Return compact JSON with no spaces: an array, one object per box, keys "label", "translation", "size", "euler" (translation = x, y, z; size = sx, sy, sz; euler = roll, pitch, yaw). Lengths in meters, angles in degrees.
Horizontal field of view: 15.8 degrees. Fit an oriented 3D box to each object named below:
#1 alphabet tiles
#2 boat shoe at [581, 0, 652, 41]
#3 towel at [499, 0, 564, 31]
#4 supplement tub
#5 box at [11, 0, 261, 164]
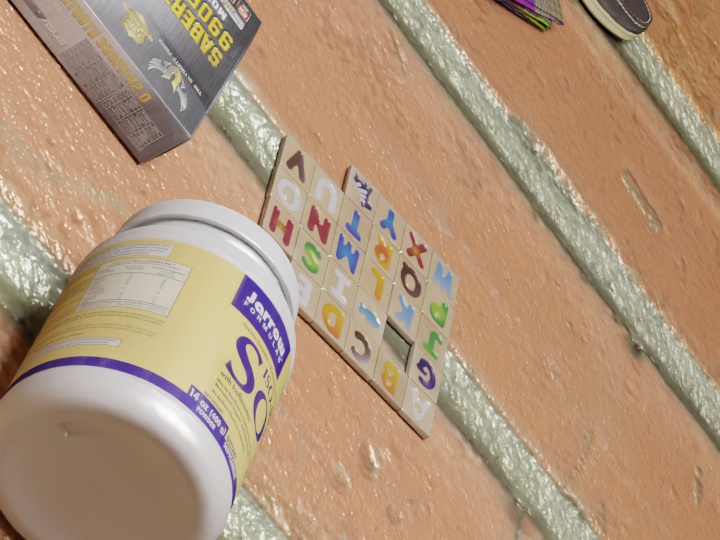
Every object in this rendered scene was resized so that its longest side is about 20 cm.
[{"label":"alphabet tiles","translation":[0.000,0.000,1.861],"size":[0.200,0.008,0.167],"euler":[46,36,-28]},{"label":"boat shoe","translation":[0.212,-0.298,2.328],"size":[0.200,0.065,0.073],"euler":[54,31,-18]},{"label":"towel","translation":[0.100,-0.293,2.202],"size":[0.200,0.023,0.144],"euler":[22,50,-49]},{"label":"supplement tub","translation":[-0.120,0.065,1.504],"size":[0.146,0.145,0.200],"euler":[51,34,-21]},{"label":"box","translation":[-0.162,-0.193,1.717],"size":[0.200,0.048,0.159],"euler":[53,33,-18]}]
